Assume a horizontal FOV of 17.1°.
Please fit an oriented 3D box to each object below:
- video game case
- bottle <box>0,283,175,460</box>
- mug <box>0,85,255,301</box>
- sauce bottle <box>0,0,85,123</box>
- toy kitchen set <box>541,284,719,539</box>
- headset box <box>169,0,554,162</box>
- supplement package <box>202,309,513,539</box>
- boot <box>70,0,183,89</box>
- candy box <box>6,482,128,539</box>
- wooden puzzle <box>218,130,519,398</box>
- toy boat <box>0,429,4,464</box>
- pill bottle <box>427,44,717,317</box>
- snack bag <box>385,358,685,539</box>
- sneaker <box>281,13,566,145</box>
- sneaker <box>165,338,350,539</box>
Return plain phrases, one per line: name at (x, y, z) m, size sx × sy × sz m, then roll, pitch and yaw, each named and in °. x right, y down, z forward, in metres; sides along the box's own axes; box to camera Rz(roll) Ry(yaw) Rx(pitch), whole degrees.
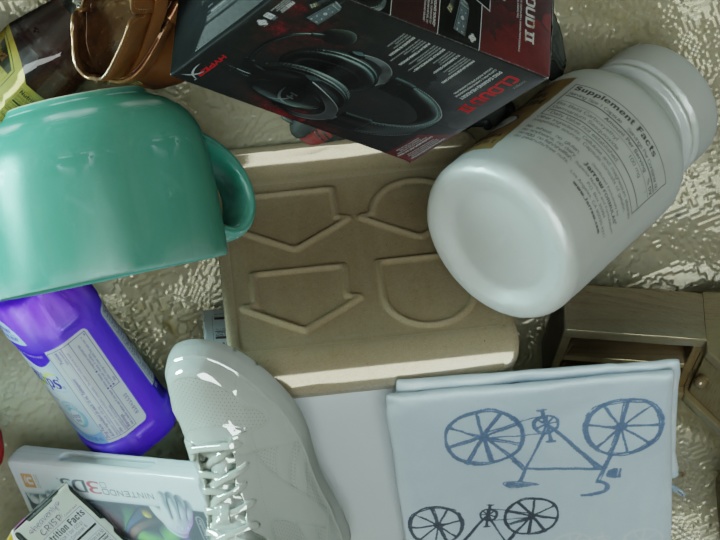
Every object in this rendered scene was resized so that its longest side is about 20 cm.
video game case at (-0.138, 0.212, 1.628) m, size 0.182 × 0.023 × 0.200 m, roll 2°, pitch 122°, yaw 39°
bottle at (-0.201, 0.037, 1.595) m, size 0.065 × 0.084 × 0.200 m, roll -40°, pitch 118°, yaw -15°
mug at (-0.163, -0.052, 1.502) m, size 0.152 × 0.185 × 0.115 m, roll -12°, pitch 91°, yaw 13°
sauce bottle at (-0.221, -0.126, 1.570) m, size 0.066 × 0.066 × 0.200 m, roll 41°, pitch 97°, yaw -15°
toy kitchen set at (0.215, 0.140, 1.644) m, size 0.180 × 0.200 × 0.163 m, roll 4°, pitch 148°, yaw -6°
headset box at (0.009, -0.144, 1.441) m, size 0.200 × 0.149 × 0.077 m, roll 20°, pitch 62°, yaw -29°
supplement package at (-0.001, 0.112, 1.617) m, size 0.200 × 0.111 × 0.156 m, roll -4°, pitch 122°, yaw -3°
boot at (-0.120, -0.211, 1.494) m, size 0.074 × 0.155 × 0.200 m, roll 7°, pitch 101°, yaw 25°
candy box at (-0.166, 0.257, 1.623) m, size 0.200 × 0.061 × 0.136 m, roll 42°, pitch 138°, yaw 7°
wooden puzzle at (0.000, 0.000, 1.581) m, size 0.185 × 0.200 × 0.046 m, roll -6°, pitch 142°, yaw -3°
toy boat at (-0.333, 0.143, 1.588) m, size 0.200 × 0.131 × 0.131 m, roll -18°, pitch 63°, yaw 2°
pill bottle at (0.143, -0.065, 1.547) m, size 0.200 × 0.114 × 0.114 m, roll -39°, pitch 112°, yaw -39°
snack bag at (0.117, 0.142, 1.564) m, size 0.188 × 0.021 × 0.200 m, roll -6°, pitch 128°, yaw 1°
sneaker at (0.049, -0.123, 1.589) m, size 0.200 × 0.071 × 0.098 m, roll -28°, pitch 105°, yaw 2°
sneaker at (-0.074, 0.147, 1.491) m, size 0.074 × 0.116 × 0.200 m, roll -11°, pitch 125°, yaw 31°
